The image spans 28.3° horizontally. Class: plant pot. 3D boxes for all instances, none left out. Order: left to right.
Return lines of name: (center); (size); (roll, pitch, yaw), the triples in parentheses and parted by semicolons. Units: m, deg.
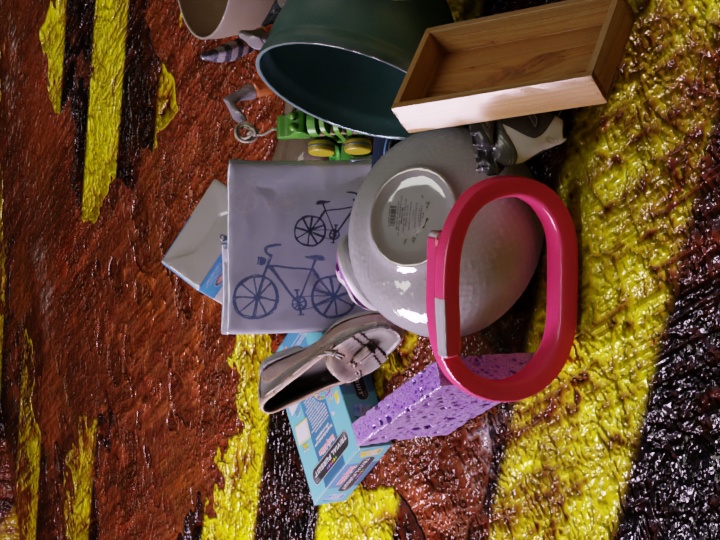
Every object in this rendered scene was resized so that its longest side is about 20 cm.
plant pot: (-0.130, -0.380, 1.721); (0.200, 0.133, 0.203); (13, 104, 61)
plant pot: (0.013, -0.230, 1.382); (0.200, 0.199, 0.136); (-12, 57, 62)

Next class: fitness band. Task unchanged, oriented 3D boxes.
fitness band: (0.127, 0.017, 1.263); (0.037, 0.142, 0.203); (16, 107, 62)

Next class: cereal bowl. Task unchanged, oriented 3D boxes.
cereal bowl: (0.068, -0.041, 1.335); (0.198, 0.083, 0.203); (-7, 77, 30)

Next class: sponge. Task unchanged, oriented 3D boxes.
sponge: (0.081, 0.127, 1.401); (0.200, 0.110, 0.030); (-42, 55, 57)

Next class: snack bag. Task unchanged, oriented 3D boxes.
snack bag: (-0.065, -0.029, 1.589); (0.021, 0.186, 0.203); (-148, 57, -76)

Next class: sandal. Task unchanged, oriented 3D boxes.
sandal: (0.003, 0.007, 1.486); (0.202, 0.049, 0.083); (4, -114, -74)

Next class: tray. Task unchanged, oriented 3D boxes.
tray: (0.129, -0.176, 1.216); (0.198, 0.037, 0.099); (-4, 50, 38)

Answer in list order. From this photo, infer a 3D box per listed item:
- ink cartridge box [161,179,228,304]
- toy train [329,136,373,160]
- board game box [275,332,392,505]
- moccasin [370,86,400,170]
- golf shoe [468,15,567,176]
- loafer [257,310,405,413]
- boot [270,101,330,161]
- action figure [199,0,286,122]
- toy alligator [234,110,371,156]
ink cartridge box: (-0.138, -0.013, 1.685); (0.066, 0.200, 0.116); (32, 87, 27)
toy train: (-0.005, -0.178, 1.609); (0.056, 0.041, 0.203); (24, 115, 49)
board game box: (-0.038, 0.154, 1.704); (0.151, 0.046, 0.202); (-55, 46, 49)
moccasin: (0.043, -0.101, 1.475); (0.068, 0.079, 0.203); (158, 106, -73)
golf shoe: (0.144, -0.165, 1.298); (0.078, 0.093, 0.201); (67, -163, -44)
loafer: (-0.033, 0.108, 1.591); (0.199, 0.072, 0.063); (-25, 36, 30)
boot: (-0.087, -0.135, 1.755); (0.199, 0.070, 0.148); (12, 97, 61)
action figure: (-0.090, -0.288, 1.613); (0.104, 0.194, 0.202); (20, 133, 18)
toy alligator: (-0.051, -0.159, 1.550); (0.054, 0.197, 0.060); (37, -126, -73)
